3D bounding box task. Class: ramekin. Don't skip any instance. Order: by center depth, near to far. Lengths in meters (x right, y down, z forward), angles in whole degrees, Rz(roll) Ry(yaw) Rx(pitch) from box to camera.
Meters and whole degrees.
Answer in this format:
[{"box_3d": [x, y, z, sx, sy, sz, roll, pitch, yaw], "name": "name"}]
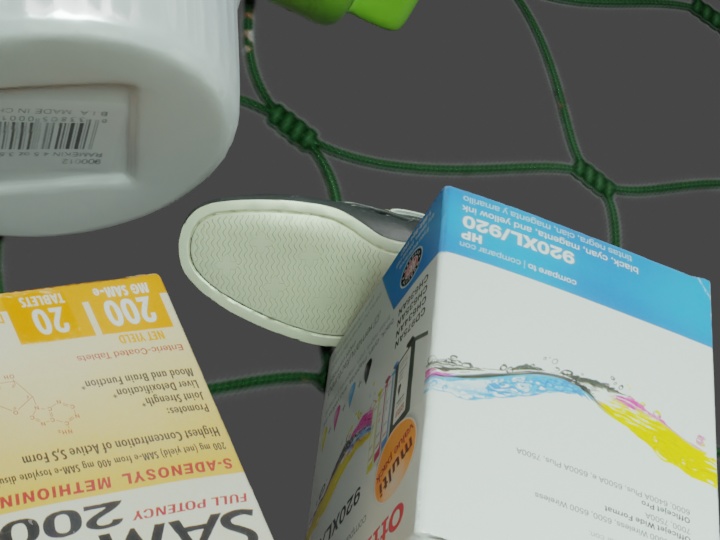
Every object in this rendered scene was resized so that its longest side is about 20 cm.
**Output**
[{"box_3d": [-0.148, -0.098, 0.854, 0.200, 0.200, 0.098, 6, 58, -27], "name": "ramekin"}]

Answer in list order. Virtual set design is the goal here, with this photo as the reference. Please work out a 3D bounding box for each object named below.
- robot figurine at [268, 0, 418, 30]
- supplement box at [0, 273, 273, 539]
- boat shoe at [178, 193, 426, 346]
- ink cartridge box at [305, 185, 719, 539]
[{"box_3d": [-0.048, -0.218, 1.071, 0.200, 0.116, 0.176, 26, 35, -8], "name": "robot figurine"}, {"box_3d": [-0.115, 0.105, 0.783, 0.126, 0.074, 0.200, -7, 58, -35], "name": "supplement box"}, {"box_3d": [0.000, 0.000, 0.965, 0.200, 0.072, 0.068, 8, 11, -17], "name": "boat shoe"}, {"box_3d": [0.065, 0.097, 0.847, 0.144, 0.147, 0.200, 20, 45, -14], "name": "ink cartridge box"}]
